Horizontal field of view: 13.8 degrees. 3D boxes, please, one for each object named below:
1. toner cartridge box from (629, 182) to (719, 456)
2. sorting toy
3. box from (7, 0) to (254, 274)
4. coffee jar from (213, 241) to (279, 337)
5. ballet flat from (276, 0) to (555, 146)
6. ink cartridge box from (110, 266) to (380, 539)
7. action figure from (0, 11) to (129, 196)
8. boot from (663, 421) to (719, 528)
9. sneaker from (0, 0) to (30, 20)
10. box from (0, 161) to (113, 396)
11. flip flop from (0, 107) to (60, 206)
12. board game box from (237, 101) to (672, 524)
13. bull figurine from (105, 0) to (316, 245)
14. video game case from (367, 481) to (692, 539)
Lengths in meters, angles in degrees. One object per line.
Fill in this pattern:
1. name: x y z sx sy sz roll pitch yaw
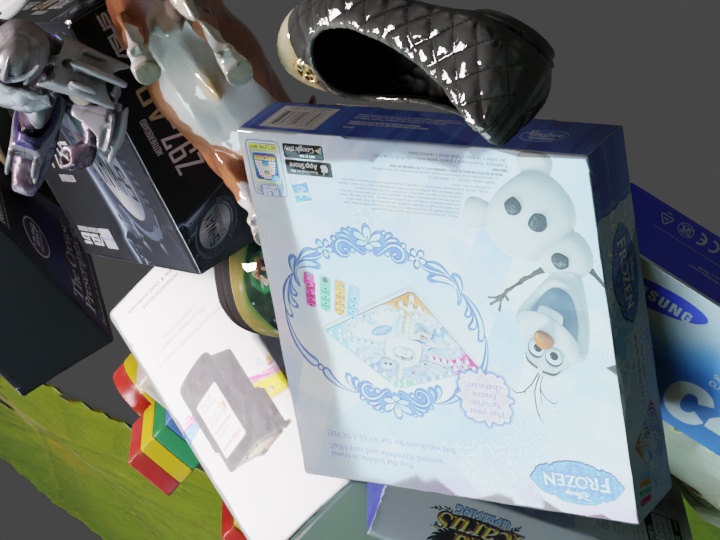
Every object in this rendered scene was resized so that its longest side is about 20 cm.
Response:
1. toner cartridge box: 0.193 0.048 1.474 0.200 0.043 0.095 32 138 5
2. sorting toy: -0.079 0.115 1.940 0.200 0.070 0.199 40 -169 -13
3. box: -0.145 -0.082 1.696 0.161 0.043 0.200 63 161 -16
4. coffee jar: 0.000 0.000 1.666 0.104 0.086 0.200 -7 -173 -29
5. ballet flat: 0.016 -0.098 1.423 0.066 0.057 0.200 44 162 -31
6. ink cartridge box: -0.040 0.083 1.811 0.146 0.083 0.200 13 -143 -56
7. action figure: -0.185 -0.095 1.575 0.130 0.070 0.200 30 171 -4
8. boot: 0.198 0.080 1.581 0.155 0.072 0.200 43 162 -24
9. sneaker: -0.218 -0.184 1.614 0.080 0.071 0.200 45 162 -27
10. box: -0.240 -0.042 1.891 0.141 0.079 0.200 45 -162 -44
11. flip flop: -0.188 -0.087 1.860 0.058 0.081 0.200 37 174 31
12. board game box: 0.047 0.019 1.473 0.199 0.043 0.200 7 119 32
13. bull figurine: -0.067 -0.087 1.561 0.200 0.065 0.122 49 -173 -30
14. video game case: 0.094 0.122 1.690 0.181 0.046 0.200 20 -163 -6
